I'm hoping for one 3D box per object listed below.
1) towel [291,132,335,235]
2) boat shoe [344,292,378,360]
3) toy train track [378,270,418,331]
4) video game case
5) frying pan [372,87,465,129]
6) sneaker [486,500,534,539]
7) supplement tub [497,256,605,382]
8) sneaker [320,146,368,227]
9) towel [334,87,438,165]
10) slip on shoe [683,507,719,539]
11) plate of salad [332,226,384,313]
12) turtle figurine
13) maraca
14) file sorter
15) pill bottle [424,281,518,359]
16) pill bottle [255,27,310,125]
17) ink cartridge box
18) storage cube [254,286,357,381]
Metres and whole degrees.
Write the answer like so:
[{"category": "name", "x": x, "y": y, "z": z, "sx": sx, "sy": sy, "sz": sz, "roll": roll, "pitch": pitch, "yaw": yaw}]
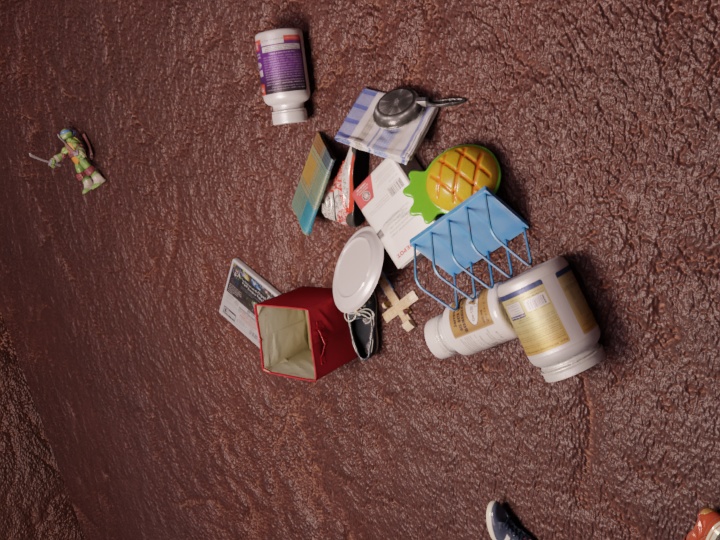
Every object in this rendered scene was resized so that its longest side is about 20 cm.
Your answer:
[{"category": "towel", "x": -0.109, "y": -0.202, "z": 1.624, "sx": 0.202, "sy": 0.021, "sz": 0.147, "roll": -67, "pitch": 30, "yaw": 29}, {"category": "boat shoe", "x": 0.000, "y": 0.109, "z": 1.626, "sx": 0.073, "sy": 0.062, "sz": 0.204, "roll": -2, "pitch": 98, "yaw": 11}, {"category": "toy train track", "x": 0.060, "y": 0.051, "z": 1.599, "sx": 0.114, "sy": 0.032, "sz": 0.202, "roll": -40, "pitch": 76, "yaw": 38}, {"category": "video game case", "x": -0.297, "y": 0.094, "z": 1.897, "sx": 0.199, "sy": 0.023, "sz": 0.184, "roll": 36, "pitch": 122, "yaw": 26}, {"category": "frying pan", "x": 0.106, "y": -0.327, "z": 1.411, "sx": 0.188, "sy": 0.116, "sz": 0.031, "roll": 17, "pitch": 153, "yaw": 35}, {"category": "sneaker", "x": 0.345, "y": 0.586, "z": 1.507, "sx": 0.084, "sy": 0.075, "sz": 0.202, "roll": -23, "pitch": 98, "yaw": 41}, {"category": "supplement tub", "x": 0.359, "y": 0.092, "z": 1.306, "sx": 0.143, "sy": 0.144, "sz": 0.203, "roll": -28, "pitch": 85, "yaw": 39}, {"category": "sneaker", "x": -0.043, "y": -0.205, "z": 1.585, "sx": 0.107, "sy": 0.067, "sz": 0.205, "roll": 16, "pitch": 115, "yaw": 31}, {"category": "towel", "x": 0.052, "y": -0.308, "z": 1.457, "sx": 0.198, "sy": 0.024, "sz": 0.148, "roll": 23, "pitch": 76, "yaw": 32}, {"category": "slip on shoe", "x": 0.624, "y": 0.519, "z": 1.281, "sx": 0.061, "sy": 0.073, "sz": 0.203, "roll": -123, "pitch": 35, "yaw": -56}, {"category": "plate of salad", "x": 0.000, "y": 0.000, "z": 1.570, "sx": 0.199, "sy": 0.047, "sz": 0.203, "roll": -36, "pitch": 44, "yaw": 45}, {"category": "turtle figurine", "x": -0.895, "y": -0.327, "z": 2.147, "sx": 0.142, "sy": 0.201, "sz": 0.196, "roll": -27, "pitch": 111, "yaw": 8}, {"category": "maraca", "x": 0.180, "y": -0.171, "z": 1.378, "sx": 0.197, "sy": 0.107, "sz": 0.139, "roll": -22, "pitch": 71, "yaw": 14}, {"category": "file sorter", "x": 0.215, "y": -0.033, "z": 1.349, "sx": 0.199, "sy": 0.138, "sz": 0.124, "roll": -35, "pitch": 37, "yaw": 32}, {"category": "pill bottle", "x": 0.232, "y": 0.110, "z": 1.430, "sx": 0.199, "sy": 0.114, "sz": 0.116, "roll": -28, "pitch": 85, "yaw": 39}, {"category": "pill bottle", "x": -0.174, "y": -0.440, "z": 1.591, "sx": 0.110, "sy": 0.111, "sz": 0.204, "roll": 1, "pitch": 103, "yaw": 37}, {"category": "ink cartridge box", "x": 0.095, "y": -0.129, "z": 1.489, "sx": 0.147, "sy": 0.082, "sz": 0.202, "roll": -40, "pitch": 77, "yaw": 38}, {"category": "storage cube", "x": -0.124, "y": 0.146, "z": 1.676, "sx": 0.197, "sy": 0.179, "sz": 0.174, "roll": 3, "pitch": 104, "yaw": 36}]
